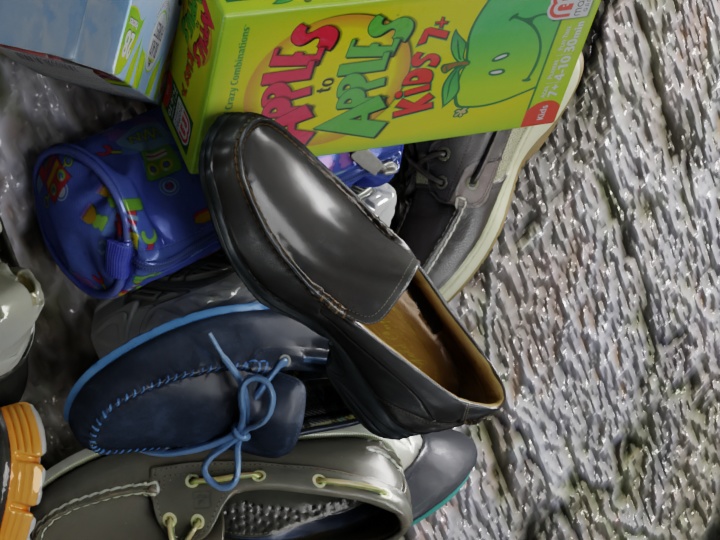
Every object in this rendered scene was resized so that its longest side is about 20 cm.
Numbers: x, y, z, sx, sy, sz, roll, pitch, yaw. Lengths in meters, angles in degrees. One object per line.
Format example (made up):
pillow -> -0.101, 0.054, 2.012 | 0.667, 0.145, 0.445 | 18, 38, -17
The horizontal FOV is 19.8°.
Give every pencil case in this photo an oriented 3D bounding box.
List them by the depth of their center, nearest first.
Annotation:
pencil case -> -0.064, -0.051, 1.039 | 0.199, 0.087, 0.078 | -23, 137, -33

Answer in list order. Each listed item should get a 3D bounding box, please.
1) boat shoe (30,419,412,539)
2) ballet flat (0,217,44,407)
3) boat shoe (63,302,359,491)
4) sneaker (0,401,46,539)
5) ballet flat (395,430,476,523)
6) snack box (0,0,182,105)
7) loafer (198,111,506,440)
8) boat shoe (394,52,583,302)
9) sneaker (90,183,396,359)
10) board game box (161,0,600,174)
boat shoe -> -0.073, 0.122, 1.047 | 0.201, 0.060, 0.072 | -7, 125, -11
ballet flat -> -0.188, -0.006, 0.949 | 0.068, 0.068, 0.201 | -36, 125, -32
boat shoe -> -0.046, 0.057, 1.016 | 0.199, 0.069, 0.084 | -16, 147, -29
sneaker -> -0.208, 0.154, 0.980 | 0.077, 0.078, 0.201 | 12, 95, -23
ballet flat -> -0.012, 0.125, 1.148 | 0.200, 0.073, 0.073 | -32, 122, -31
snack box -> -0.105, -0.165, 0.906 | 0.200, 0.067, 0.169 | -7, 111, -89
loafer -> 0.000, 0.000, 0.969 | 0.200, 0.072, 0.073 | 50, 53, -32
boat shoe -> 0.054, -0.064, 1.177 | 0.065, 0.073, 0.201 | 39, 70, -32
sneaker -> -0.053, 0.023, 1.087 | 0.200, 0.078, 0.100 | -26, 123, -35
board game box -> 0.011, -0.109, 0.987 | 0.199, 0.048, 0.102 | -10, 142, -24
